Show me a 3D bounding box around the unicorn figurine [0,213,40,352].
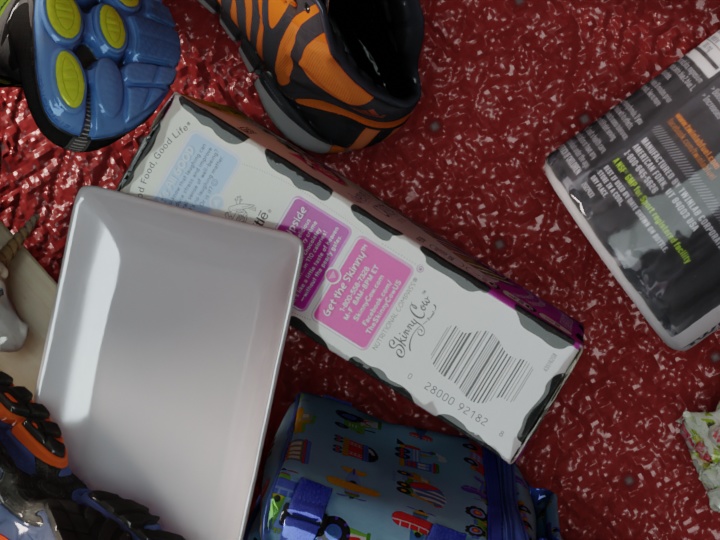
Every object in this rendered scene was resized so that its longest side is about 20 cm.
[{"bbox_3d":[-0.194,0.079,0.882,0.199,0.074,0.138,-29,90,-10],"label":"unicorn figurine"}]

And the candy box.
[{"bbox_3d":[0.000,0.000,0.900,0.199,0.136,0.061,31,95,4],"label":"candy box"}]

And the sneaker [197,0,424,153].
[{"bbox_3d":[-0.036,-0.146,0.894,0.078,0.112,0.200,-43,100,-22],"label":"sneaker"}]

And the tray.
[{"bbox_3d":[-0.085,0.074,0.830,0.107,0.022,0.201,14,94,23],"label":"tray"}]

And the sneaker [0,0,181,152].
[{"bbox_3d":[-0.134,-0.104,0.902,0.071,0.200,0.083,23,113,-31],"label":"sneaker"}]

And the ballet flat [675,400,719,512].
[{"bbox_3d":[0.219,0.028,0.908,0.200,0.076,0.064,-43,72,5],"label":"ballet flat"}]

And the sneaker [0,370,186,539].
[{"bbox_3d":[-0.123,0.119,0.803,0.200,0.075,0.079,44,114,28],"label":"sneaker"}]

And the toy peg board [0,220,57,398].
[{"bbox_3d":[-0.228,0.062,0.968,0.199,0.098,0.200,-42,88,-8],"label":"toy peg board"}]

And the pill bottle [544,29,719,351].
[{"bbox_3d":[0.187,-0.063,0.886,0.200,0.106,0.106,-36,88,8],"label":"pill bottle"}]

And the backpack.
[{"bbox_3d":[0.042,0.152,0.880,0.199,0.183,0.135,17,104,3],"label":"backpack"}]
